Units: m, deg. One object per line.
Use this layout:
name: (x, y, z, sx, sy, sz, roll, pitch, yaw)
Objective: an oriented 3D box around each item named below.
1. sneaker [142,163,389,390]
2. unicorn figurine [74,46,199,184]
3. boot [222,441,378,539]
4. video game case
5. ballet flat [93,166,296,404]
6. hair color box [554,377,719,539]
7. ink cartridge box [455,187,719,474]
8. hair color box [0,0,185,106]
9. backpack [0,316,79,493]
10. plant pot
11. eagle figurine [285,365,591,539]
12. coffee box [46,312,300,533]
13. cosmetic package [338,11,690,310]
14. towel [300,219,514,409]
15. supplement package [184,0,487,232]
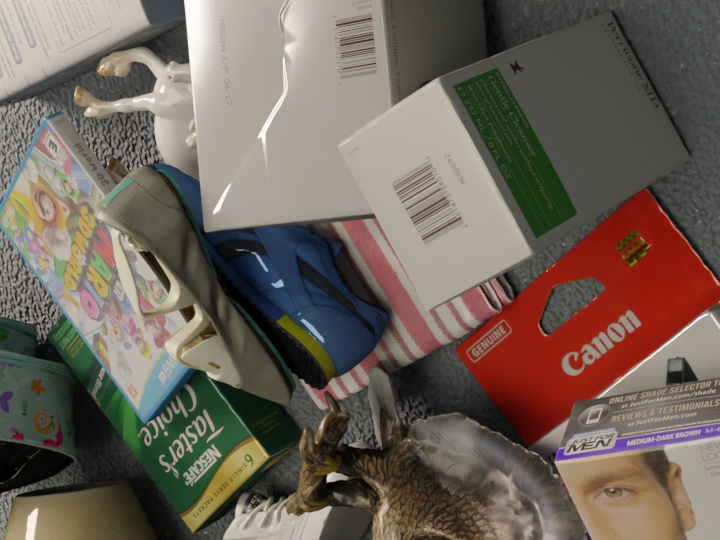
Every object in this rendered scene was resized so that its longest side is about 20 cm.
sneaker: (-0.066, -0.011, 1.094, 0.200, 0.078, 0.066, 43, 160, 10)
unicorn figurine: (-0.132, -0.102, 1.129, 0.137, 0.074, 0.200, 10, 142, 20)
boot: (-0.055, 0.190, 1.188, 0.095, 0.073, 0.201, 35, 119, 26)
video game case: (-0.187, 0.001, 1.173, 0.200, 0.018, 0.143, 52, 140, 9)
ballet flat: (-0.112, 0.024, 1.049, 0.067, 0.064, 0.200, 22, 146, 54)
hair color box: (0.204, 0.163, 0.951, 0.109, 0.065, 0.201, -13, 116, 30)
ink cartridge box: (0.160, 0.075, 1.009, 0.174, 0.044, 0.200, 52, 128, 7)
hair color box: (-0.218, -0.195, 1.173, 0.199, 0.061, 0.099, -18, 95, 38)
backpack: (-0.323, 0.111, 1.285, 0.199, 0.177, 0.151, -11, 70, 37)
plant pot: (-0.221, 0.274, 1.286, 0.187, 0.187, 0.201, -9, 87, 38)
eagle figurine: (0.051, 0.164, 1.054, 0.199, 0.152, 0.152, 18, 101, 3)
coffee box: (-0.145, 0.088, 1.233, 0.200, 0.044, 0.123, 52, 128, 9)
cosmetic package: (0.091, -0.066, 0.906, 0.085, 0.200, 0.108, -30, 90, 40)
towel: (0.000, 0.000, 1.110, 0.200, 0.030, 0.147, -32, 88, 40)
supplement package: (-0.013, -0.131, 0.991, 0.155, 0.111, 0.201, -4, 92, 37)
